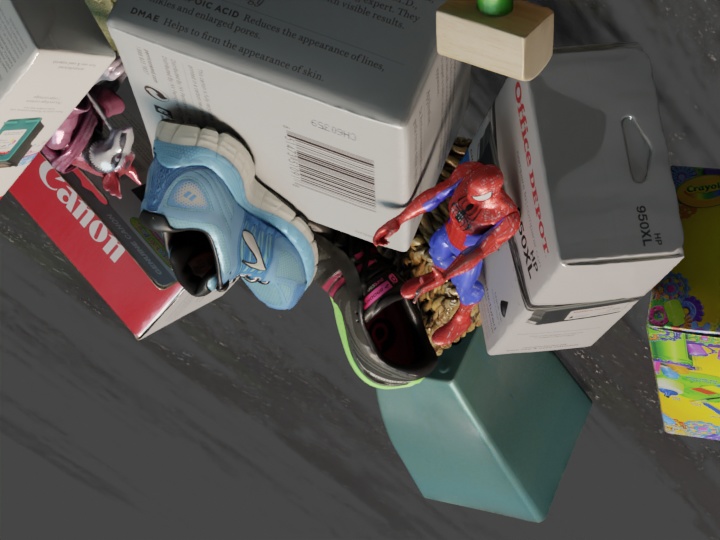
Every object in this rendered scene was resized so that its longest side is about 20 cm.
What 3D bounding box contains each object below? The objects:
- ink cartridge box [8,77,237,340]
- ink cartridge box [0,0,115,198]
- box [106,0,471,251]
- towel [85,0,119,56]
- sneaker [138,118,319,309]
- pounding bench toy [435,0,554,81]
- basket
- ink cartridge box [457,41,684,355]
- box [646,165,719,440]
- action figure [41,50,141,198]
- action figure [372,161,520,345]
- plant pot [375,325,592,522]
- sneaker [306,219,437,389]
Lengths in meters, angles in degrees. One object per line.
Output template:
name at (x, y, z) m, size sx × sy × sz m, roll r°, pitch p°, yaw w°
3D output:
ink cartridge box at (-0.191, -0.056, 1.245) m, size 0.200 × 0.175 × 0.084 m, roll 48°, pitch 118°, yaw 7°
ink cartridge box at (-0.257, -0.116, 1.035) m, size 0.200 × 0.116 × 0.067 m, roll -43°, pitch 158°, yaw 31°
box at (-0.037, -0.134, 1.055) m, size 0.199 × 0.131 × 0.199 m, roll 20°, pitch 160°, yaw 10°
towel at (-0.232, -0.220, 1.183) m, size 0.148 × 0.037 × 0.200 m, roll 15°, pitch 158°, yaw 23°
sneaker at (-0.097, -0.019, 1.090) m, size 0.078 × 0.090 × 0.200 m, roll 12°, pitch 159°, yaw 30°
pounding bench toy at (0.074, -0.200, 0.673) m, size 0.124 × 0.201 × 0.156 m, roll 13°, pitch 158°, yaw 25°
basket at (0.074, -0.038, 1.280) m, size 0.143 × 0.149 × 0.200 m, roll 54°, pitch 163°, yaw 11°
ink cartridge box at (0.131, -0.042, 1.065) m, size 0.084 × 0.145 × 0.200 m, roll -5°, pitch 162°, yaw -11°
box at (0.305, 0.034, 1.088) m, size 0.199 × 0.122 × 0.193 m, roll 6°, pitch 155°, yaw 17°
action figure at (-0.222, -0.128, 1.103) m, size 0.200 × 0.149 × 0.134 m, roll 58°, pitch -175°, yaw 6°
action figure at (0.045, -0.004, 1.050) m, size 0.065 × 0.099 × 0.200 m, roll 54°, pitch 156°, yaw 18°
plant pot at (0.104, 0.118, 1.540) m, size 0.141 × 0.142 × 0.200 m, roll 7°, pitch 147°, yaw 36°
sneaker at (0.000, 0.000, 1.200) m, size 0.200 × 0.077 × 0.084 m, roll 56°, pitch 154°, yaw -19°
